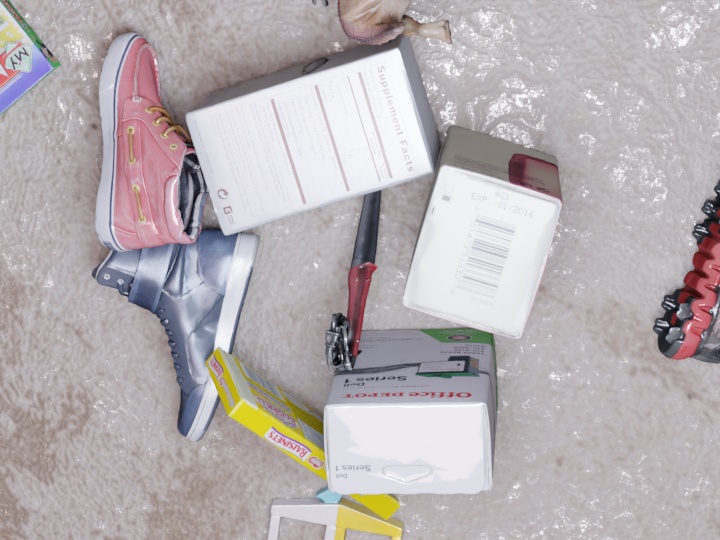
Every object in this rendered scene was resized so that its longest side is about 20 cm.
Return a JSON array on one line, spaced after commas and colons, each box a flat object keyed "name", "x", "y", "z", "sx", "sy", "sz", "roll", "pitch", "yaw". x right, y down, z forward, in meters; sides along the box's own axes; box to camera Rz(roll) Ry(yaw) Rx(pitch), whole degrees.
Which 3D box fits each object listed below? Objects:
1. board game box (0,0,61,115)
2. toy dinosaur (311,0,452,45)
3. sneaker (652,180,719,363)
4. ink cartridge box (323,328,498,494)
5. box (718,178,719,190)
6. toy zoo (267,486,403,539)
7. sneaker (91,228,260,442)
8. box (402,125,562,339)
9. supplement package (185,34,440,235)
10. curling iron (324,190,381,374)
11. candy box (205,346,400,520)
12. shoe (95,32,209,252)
[{"name": "board game box", "x": -0.395, "y": -0.180, "z": 1.736, "sx": 0.200, "sy": 0.029, "sz": 0.135, "roll": -38, "pitch": 97, "yaw": 13}, {"name": "toy dinosaur", "x": 0.007, "y": -0.245, "z": 1.622, "sx": 0.134, "sy": 0.201, "sz": 0.086, "roll": -8, "pitch": 137, "yaw": 10}, {"name": "sneaker", "x": 0.343, "y": -0.003, "z": 1.687, "sx": 0.097, "sy": 0.071, "sz": 0.202, "roll": 20, "pitch": 99, "yaw": -10}, {"name": "ink cartridge box", "x": 0.049, "y": 0.123, "z": 1.677, "sx": 0.145, "sy": 0.200, "sz": 0.085, "roll": -2, "pitch": 106, "yaw": 5}, {"name": "box", "x": 0.437, "y": -0.008, "z": 1.618, "sx": 0.199, "sy": 0.117, "sz": 0.198, "roll": -18, "pitch": 103, "yaw": -14}, {"name": "toy zoo", "x": -0.032, "y": 0.300, "z": 1.822, "sx": 0.130, "sy": 0.020, "sz": 0.202, "roll": 10, "pitch": 105, "yaw": 3}, {"name": "sneaker", "x": -0.185, "y": 0.049, "z": 1.742, "sx": 0.145, "sy": 0.077, "sz": 0.204, "roll": 12, "pitch": 99, "yaw": -5}, {"name": "box", "x": 0.108, "y": -0.037, "z": 1.633, "sx": 0.108, "sy": 0.200, "sz": 0.129, "roll": 16, "pitch": 105, "yaw": 1}, {"name": "supplement package", "x": -0.038, "y": -0.124, "z": 1.669, "sx": 0.198, "sy": 0.117, "sz": 0.118, "roll": -16, "pitch": 102, "yaw": 9}, {"name": "curling iron", "x": 0.000, "y": 0.000, "z": 1.683, "sx": 0.025, "sy": 0.050, "sz": 0.201, "roll": 6, "pitch": 62, "yaw": 15}, {"name": "candy box", "x": -0.052, "y": 0.149, "z": 1.708, "sx": 0.200, "sy": 0.102, "sz": 0.026, "roll": 37, "pitch": 102, "yaw": -29}, {"name": "shoe", "x": -0.181, "y": -0.117, "z": 1.676, "sx": 0.090, "sy": 0.071, "sz": 0.202, "roll": -3, "pitch": 78, "yaw": 25}]
